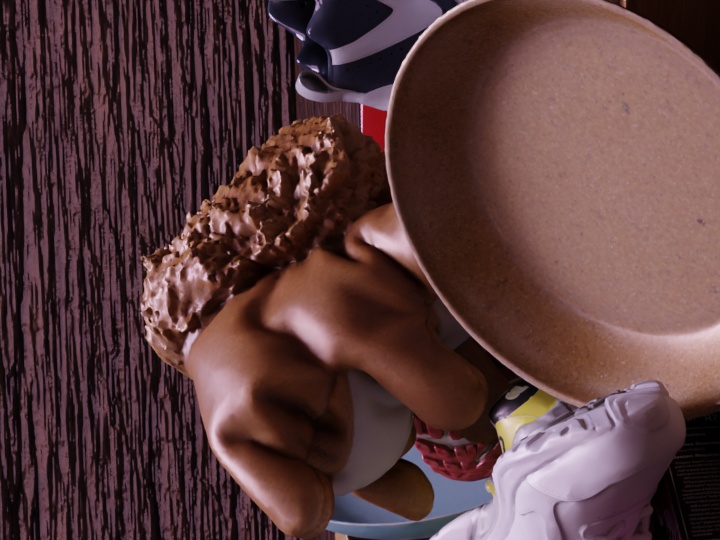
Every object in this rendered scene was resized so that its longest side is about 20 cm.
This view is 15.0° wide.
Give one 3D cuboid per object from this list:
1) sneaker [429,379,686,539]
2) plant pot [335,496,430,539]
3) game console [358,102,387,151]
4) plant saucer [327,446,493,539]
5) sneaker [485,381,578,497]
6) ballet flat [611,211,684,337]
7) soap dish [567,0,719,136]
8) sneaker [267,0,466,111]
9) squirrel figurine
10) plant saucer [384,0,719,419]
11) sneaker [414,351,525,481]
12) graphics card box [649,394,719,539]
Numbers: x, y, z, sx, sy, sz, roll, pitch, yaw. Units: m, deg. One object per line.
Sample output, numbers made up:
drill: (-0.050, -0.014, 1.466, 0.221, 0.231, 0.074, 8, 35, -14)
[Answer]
sneaker: (0.097, 0.118, 1.148, 0.099, 0.078, 0.200, 58, 151, 16)
plant pot: (0.055, 0.193, 1.492, 0.027, 0.200, 0.200, -43, 29, 19)
game console: (0.059, -0.073, 1.478, 0.200, 0.031, 0.177, -25, -58, -53)
plant saucer: (0.043, 0.087, 1.466, 0.200, 0.200, 0.027, -105, -2, -64)
sneaker: (0.102, 0.116, 1.296, 0.076, 0.075, 0.200, 38, 153, 26)
ballet flat: (0.122, 0.023, 1.235, 0.200, 0.069, 0.070, 100, 167, -50)
soap dish: (0.116, -0.160, 1.214, 0.200, 0.081, 0.158, -110, 19, -71)
sneaker: (0.004, -0.163, 1.270, 0.079, 0.129, 0.199, 130, 137, -79)
squirrel figurine: (0.000, 0.000, 1.291, 0.200, 0.141, 0.187, 44, 108, 27)
plant saucer: (0.102, -0.032, 1.135, 0.035, 0.200, 0.200, -40, -36, -42)
sneaker: (0.063, 0.007, 1.391, 0.082, 0.078, 0.200, 15, -101, -87)
graphics card box: (0.151, 0.162, 1.146, 0.200, 0.051, 0.126, -100, 11, -46)
